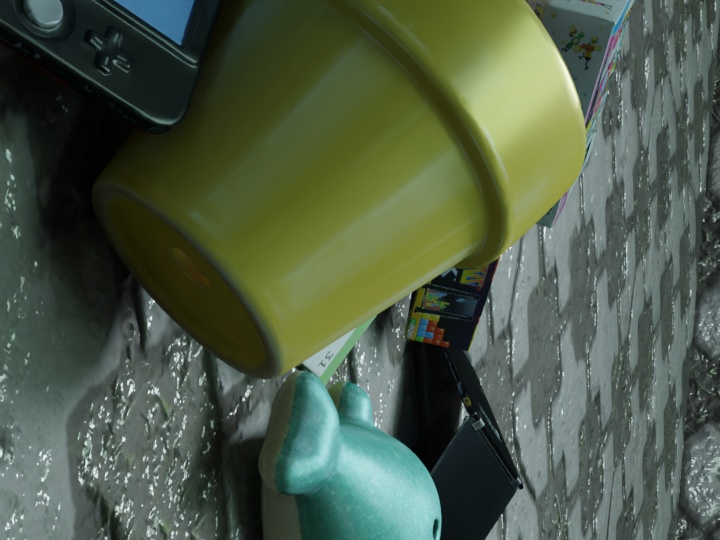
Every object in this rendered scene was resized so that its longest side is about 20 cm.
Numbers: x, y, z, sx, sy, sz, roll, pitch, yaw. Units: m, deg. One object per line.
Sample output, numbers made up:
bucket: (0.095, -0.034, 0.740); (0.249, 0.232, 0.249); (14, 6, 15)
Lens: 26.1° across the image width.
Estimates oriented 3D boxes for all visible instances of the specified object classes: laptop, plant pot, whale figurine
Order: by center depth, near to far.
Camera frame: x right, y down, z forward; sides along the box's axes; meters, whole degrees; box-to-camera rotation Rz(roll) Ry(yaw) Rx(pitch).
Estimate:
plant pot: (-0.022, -0.055, 0.774); (0.189, 0.201, 0.201); (-44, 141, -21)
whale figurine: (-0.007, 0.141, 0.969); (0.200, 0.103, 0.159); (75, 25, -54)
laptop: (0.059, 0.154, 1.316); (0.187, 0.116, 0.200); (57, 10, -59)

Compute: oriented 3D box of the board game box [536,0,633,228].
board game box: (0.182, -0.160, 1.369); (0.148, 0.064, 0.200); (-56, 161, -56)

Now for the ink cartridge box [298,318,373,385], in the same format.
ink cartridge box: (0.000, 0.000, 0.988); (0.146, 0.048, 0.200); (-53, 151, -6)

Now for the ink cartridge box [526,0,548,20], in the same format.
ink cartridge box: (0.149, -0.265, 1.381); (0.115, 0.068, 0.200); (-56, 161, -58)

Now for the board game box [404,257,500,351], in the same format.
board game box: (0.085, -0.067, 1.196); (0.166, 0.057, 0.200); (105, -3, -47)

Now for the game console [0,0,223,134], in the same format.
game console: (-0.097, -0.192, 0.669); (0.172, 0.119, 0.200); (32, 55, -29)
